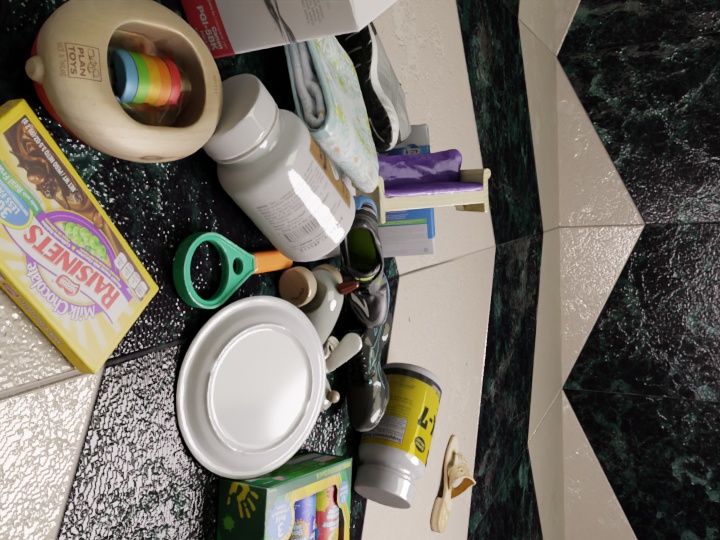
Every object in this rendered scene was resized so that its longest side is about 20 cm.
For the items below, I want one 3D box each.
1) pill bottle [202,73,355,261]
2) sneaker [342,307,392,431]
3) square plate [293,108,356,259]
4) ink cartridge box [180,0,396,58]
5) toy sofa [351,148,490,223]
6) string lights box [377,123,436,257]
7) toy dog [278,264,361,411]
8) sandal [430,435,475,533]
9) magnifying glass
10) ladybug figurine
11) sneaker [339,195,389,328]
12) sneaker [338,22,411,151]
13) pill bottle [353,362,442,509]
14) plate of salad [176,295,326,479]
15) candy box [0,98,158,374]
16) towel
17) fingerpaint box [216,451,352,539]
[{"bbox_3d":[-0.095,-0.111,0.705,0.201,0.112,0.116,52,46,-46],"label":"pill bottle"},{"bbox_3d":[-0.001,0.136,0.949,0.079,0.074,0.205,37,49,-49],"label":"sneaker"},{"bbox_3d":[-0.041,-0.121,0.903,0.197,0.028,0.206,-10,99,-63],"label":"square plate"},{"bbox_3d":[-0.068,-0.297,0.666,0.147,0.196,0.084,-55,137,-46],"label":"ink cartridge box"},{"bbox_3d":[0.090,-0.128,0.932,0.196,0.082,0.100,-7,100,-25],"label":"toy sofa"},{"bbox_3d":[0.067,-0.128,1.023,0.059,0.100,0.206,-40,127,-76],"label":"string lights box"},{"bbox_3d":[-0.039,0.082,0.835,0.132,0.094,0.204,-48,132,-51],"label":"toy dog"},{"bbox_3d":[0.212,0.460,1.351,0.078,0.068,0.214,64,37,-40],"label":"sandal"},{"bbox_3d":[-0.138,-0.006,0.722,0.199,0.022,0.082,-13,102,-64],"label":"magnifying glass"},{"bbox_3d":[-0.201,-0.162,0.545,0.199,0.070,0.140,-11,100,-62],"label":"ladybug figurine"},{"bbox_3d":[0.000,0.000,0.869,0.083,0.069,0.203,-84,169,-56],"label":"sneaker"},{"bbox_3d":[0.022,-0.282,0.945,0.079,0.073,0.205,-24,100,-46],"label":"sneaker"},{"bbox_3d":[0.060,0.262,1.011,0.115,0.112,0.203,56,43,-47],"label":"pill bottle"},{"bbox_3d":[-0.121,0.131,0.718,0.197,0.047,0.206,-3,94,-41],"label":"plate of salad"},{"bbox_3d":[-0.246,-0.020,0.508,0.103,0.026,0.202,-61,141,-38],"label":"candy box"},{"bbox_3d":[-0.034,-0.222,0.813,0.171,0.047,0.204,34,40,-60],"label":"towel"},{"bbox_3d":[-0.086,0.326,0.769,0.199,0.072,0.172,13,79,-62],"label":"fingerpaint box"}]
